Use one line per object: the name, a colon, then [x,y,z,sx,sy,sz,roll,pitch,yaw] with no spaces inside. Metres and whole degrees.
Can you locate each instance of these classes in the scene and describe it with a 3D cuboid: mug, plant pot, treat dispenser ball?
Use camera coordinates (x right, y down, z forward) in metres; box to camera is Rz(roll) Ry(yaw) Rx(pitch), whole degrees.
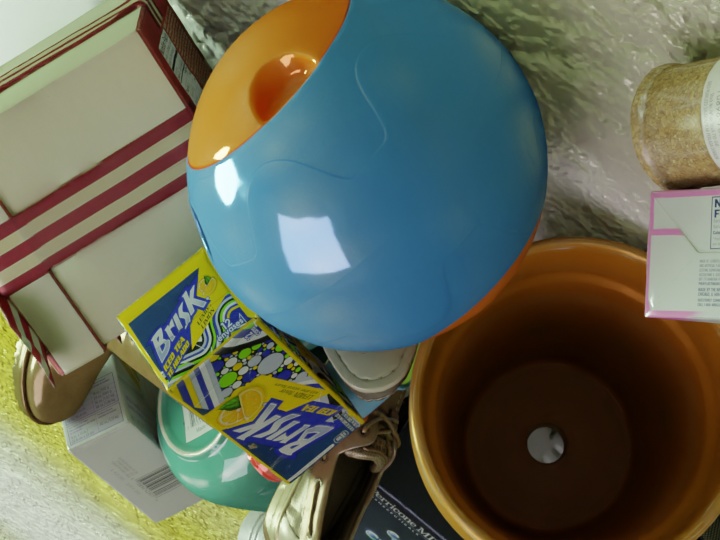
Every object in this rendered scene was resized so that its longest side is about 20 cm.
mug: [-0.079,0.090,1.300,0.114,0.186,0.152,14,-171,-44]
plant pot: [0.127,0.100,1.072,0.199,0.201,0.183,33,167,8]
treat dispenser ball: [0.004,-0.056,0.940,0.200,0.201,0.201,28,151,17]

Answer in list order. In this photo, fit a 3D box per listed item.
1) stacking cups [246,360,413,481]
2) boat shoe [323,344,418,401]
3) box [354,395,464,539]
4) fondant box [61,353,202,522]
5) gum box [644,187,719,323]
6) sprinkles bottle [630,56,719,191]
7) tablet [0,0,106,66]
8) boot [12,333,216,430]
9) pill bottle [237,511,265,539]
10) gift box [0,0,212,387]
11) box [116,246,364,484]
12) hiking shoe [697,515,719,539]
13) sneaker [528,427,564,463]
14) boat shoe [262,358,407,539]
stacking cups: [-0.001,0.070,1.162,0.200,0.061,0.061,-41,106,17]
boat shoe: [0.000,0.000,1.066,0.071,0.201,0.060,-8,144,-4]
box: [0.054,0.192,1.364,0.148,0.107,0.200,39,152,-4]
fondant box: [-0.197,0.085,1.392,0.144,0.058,0.201,53,-168,-52]
gum box: [0.243,-0.003,0.829,0.113,0.067,0.199,7,176,-42]
sprinkles bottle: [0.219,-0.079,0.801,0.199,0.068,0.068,-5,132,52]
tablet: [-0.207,-0.110,1.182,0.129,0.014,0.201,-3,109,27]
boot: [-0.156,0.065,1.211,0.199,0.066,0.176,28,110,37]
pill bottle: [-0.022,0.265,1.567,0.199,0.104,0.105,7,141,44]
gift box: [-0.164,-0.046,1.077,0.201,0.186,0.185,59,-172,-16]
box: [-0.069,0.064,1.056,0.064,0.070,0.200,52,-179,30]
hiking shoe: [0.267,0.197,1.131,0.199,0.101,0.076,25,151,21]
sneaker: [0.134,0.123,1.232,0.200,0.077,0.082,45,178,-14]
boat shoe: [0.001,0.121,1.228,0.071,0.201,0.064,25,176,-41]
